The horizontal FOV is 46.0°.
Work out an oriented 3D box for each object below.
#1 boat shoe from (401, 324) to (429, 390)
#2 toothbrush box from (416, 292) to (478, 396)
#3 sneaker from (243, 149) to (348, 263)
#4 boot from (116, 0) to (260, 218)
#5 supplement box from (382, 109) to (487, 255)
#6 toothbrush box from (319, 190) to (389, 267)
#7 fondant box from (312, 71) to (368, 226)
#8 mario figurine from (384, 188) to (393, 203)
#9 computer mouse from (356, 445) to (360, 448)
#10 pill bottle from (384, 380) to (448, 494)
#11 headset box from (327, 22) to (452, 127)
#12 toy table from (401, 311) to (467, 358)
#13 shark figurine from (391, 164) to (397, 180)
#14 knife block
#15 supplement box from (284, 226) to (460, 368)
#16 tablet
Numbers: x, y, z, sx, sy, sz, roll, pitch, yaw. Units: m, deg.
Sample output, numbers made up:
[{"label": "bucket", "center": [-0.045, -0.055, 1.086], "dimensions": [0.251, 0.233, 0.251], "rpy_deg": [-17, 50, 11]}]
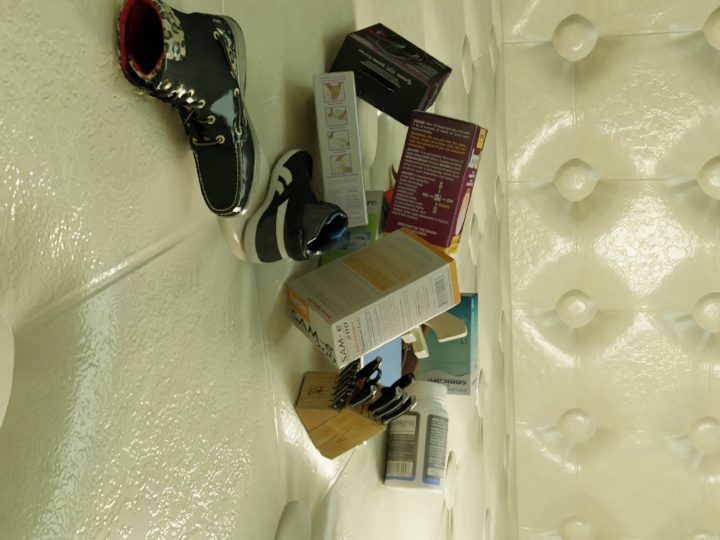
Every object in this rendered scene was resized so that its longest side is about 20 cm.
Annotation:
[{"label": "boat shoe", "center": [0.075, 0.149, 1.593], "dimensions": [0.070, 0.070, 0.201], "rpy_deg": [42, 34, -16]}, {"label": "toothbrush box", "center": [0.162, 0.146, 1.723], "dimensions": [0.085, 0.145, 0.203], "rpy_deg": [-8, 97, -72]}, {"label": "sneaker", "center": [-0.061, -0.079, 1.057], "dimensions": [0.201, 0.111, 0.074], "rpy_deg": [-71, 156, -44]}, {"label": "boot", "center": [-0.163, -0.152, 0.803], "dimensions": [0.154, 0.073, 0.206], "rpy_deg": [-9, 96, -69]}, {"label": "supplement box", "center": [0.113, -0.129, 1.276], "dimensions": [0.131, 0.102, 0.202], "rpy_deg": [-21, 125, -73]}, {"label": "toothbrush box", "center": [0.000, 0.000, 1.301], "dimensions": [0.146, 0.085, 0.202], "rpy_deg": [62, 32, -58]}, {"label": "fondant box", "center": [-0.025, -0.160, 1.170], "dimensions": [0.144, 0.058, 0.202], "rpy_deg": [-80, 164, -87]}, {"label": "mario figurine", "center": [0.079, -0.064, 1.506], "dimensions": [0.201, 0.105, 0.124], "rpy_deg": [80, -15, -53]}, {"label": "computer mouse", "center": [-0.004, 0.227, 1.372], "dimensions": [0.200, 0.043, 0.111], "rpy_deg": [-27, 123, -76]}, {"label": "pill bottle", "center": [0.110, 0.317, 1.616], "dimensions": [0.114, 0.112, 0.202], "rpy_deg": [48, 47, -65]}, {"label": "headset box", "center": [0.047, -0.305, 1.313], "dimensions": [0.075, 0.148, 0.200], "rpy_deg": [-59, 176, 27]}, {"label": "toy table", "center": [0.081, 0.076, 1.454], "dimensions": [0.200, 0.182, 0.118], "rpy_deg": [29, 45, -61]}, {"label": "shark figurine", "center": [0.101, -0.177, 1.593], "dimensions": [0.128, 0.214, 0.090], "rpy_deg": [-33, 85, -36]}, {"label": "knife block", "center": [0.008, 0.196, 1.185], "dimensions": [0.201, 0.174, 0.064], "rpy_deg": [71, 27, -47]}, {"label": "supplement box", "center": [0.017, 0.031, 1.128], "dimensions": [0.199, 0.126, 0.074], "rpy_deg": [-26, 126, -21]}, {"label": "tablet", "center": [0.030, 0.156, 1.288], "dimensions": [0.130, 0.014, 0.202], "rpy_deg": [-48, 147, -44]}]
